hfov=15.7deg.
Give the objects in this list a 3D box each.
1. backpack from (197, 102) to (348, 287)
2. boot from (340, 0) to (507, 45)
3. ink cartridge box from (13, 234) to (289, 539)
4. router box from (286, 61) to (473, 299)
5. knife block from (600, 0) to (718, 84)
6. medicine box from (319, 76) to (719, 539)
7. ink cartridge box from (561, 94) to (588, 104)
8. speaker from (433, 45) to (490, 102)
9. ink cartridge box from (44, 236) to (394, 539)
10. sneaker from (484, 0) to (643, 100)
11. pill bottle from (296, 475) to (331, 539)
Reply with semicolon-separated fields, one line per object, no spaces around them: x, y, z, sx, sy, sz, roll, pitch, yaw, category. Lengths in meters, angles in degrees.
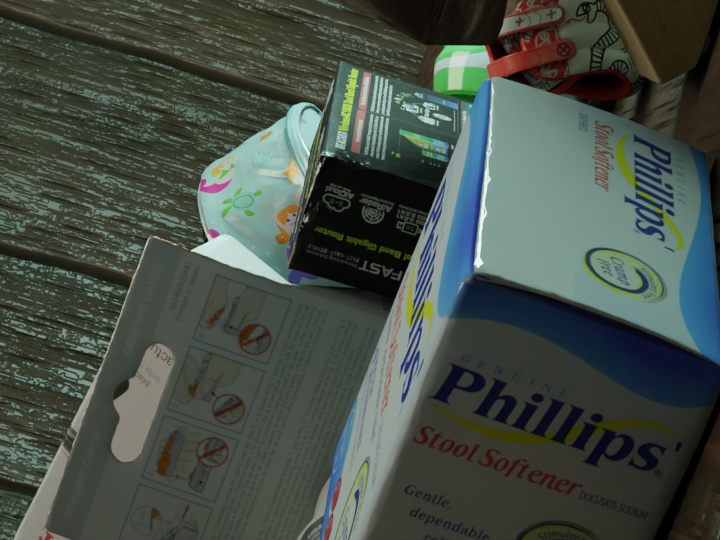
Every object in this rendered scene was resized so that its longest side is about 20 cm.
0.000;0.000;1.489;0.150;0.200;0.178;-38;12;13;backpack
0.081;-0.180;1.217;0.064;0.186;0.201;-16;57;64;boot
-0.079;0.107;1.404;0.084;0.144;0.200;-29;-27;-56;ink cartridge box
0.047;-0.034;1.294;0.200;0.149;0.062;-82;10;-73;router box
0.091;-0.201;1.152;0.064;0.175;0.201;-94;20;-82;knife block
0.058;0.058;1.014;0.182;0.103;0.201;-80;9;-63;medicine box
0.115;-0.149;1.475;0.200;0.042;0.120;-74;-13;-50;ink cartridge box
0.106;-0.190;1.669;0.088;0.088;0.201;118;168;-75;speaker
-0.031;0.080;1.241;0.047;0.199;0.161;-92;22;-72;ink cartridge box
0.067;-0.151;1.278;0.067;0.201;0.108;-15;61;54;sneaker
0.017;0.165;1.134;0.200;0.113;0.114;-79;7;-61;pill bottle
